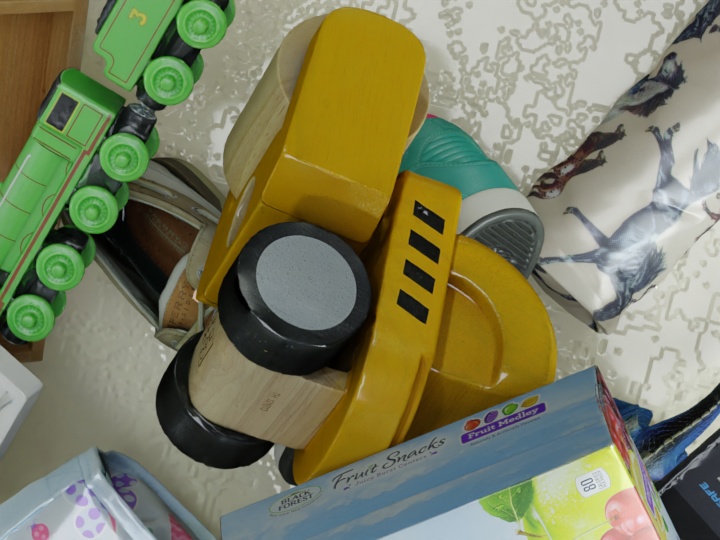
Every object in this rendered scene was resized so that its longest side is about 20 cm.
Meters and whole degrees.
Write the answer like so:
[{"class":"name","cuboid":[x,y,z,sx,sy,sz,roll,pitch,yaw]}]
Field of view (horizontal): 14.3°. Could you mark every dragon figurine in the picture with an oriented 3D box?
[{"class":"dragon figurine","cuboid":[0.117,0.097,1.332,0.200,0.099,0.059,-33,91,5]}]

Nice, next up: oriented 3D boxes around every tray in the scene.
[{"class":"tray","cuboid":[-0.187,-0.044,1.311,0.099,0.037,0.200,-5,127,-24]}]

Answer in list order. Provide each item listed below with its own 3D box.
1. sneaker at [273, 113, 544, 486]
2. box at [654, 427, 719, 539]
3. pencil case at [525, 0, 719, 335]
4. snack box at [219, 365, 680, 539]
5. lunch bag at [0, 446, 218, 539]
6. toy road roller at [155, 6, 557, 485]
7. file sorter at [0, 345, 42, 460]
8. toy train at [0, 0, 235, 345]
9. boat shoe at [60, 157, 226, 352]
[{"class":"sneaker","cuboid":[0.000,0.000,1.346,0.200,0.084,0.121,-54,48,34]},{"class":"box","cuboid":[0.160,0.199,1.245,0.198,0.050,0.200,-40,68,-1]},{"class":"pencil case","cuboid":[0.147,-0.062,1.334,0.078,0.089,0.200,40,96,-28]},{"class":"snack box","cuboid":[0.059,0.159,1.159,0.169,0.068,0.200,-22,117,9]},{"class":"lunch bag","cuboid":[-0.129,0.188,1.301,0.170,0.127,0.200,-36,129,3]},{"class":"toy road roller","cuboid":[0.009,0.003,1.213,0.146,0.123,0.200,20,55,-11]},{"class":"file sorter","cuboid":[-0.263,0.093,1.289,0.139,0.125,0.200,41,130,8]},{"class":"toy train","cuboid":[-0.122,-0.055,1.277,0.056,0.042,0.200,31,108,-5]},{"class":"boat shoe","cuboid":[-0.064,0.016,1.308,0.200,0.068,0.075,37,114,35]}]
